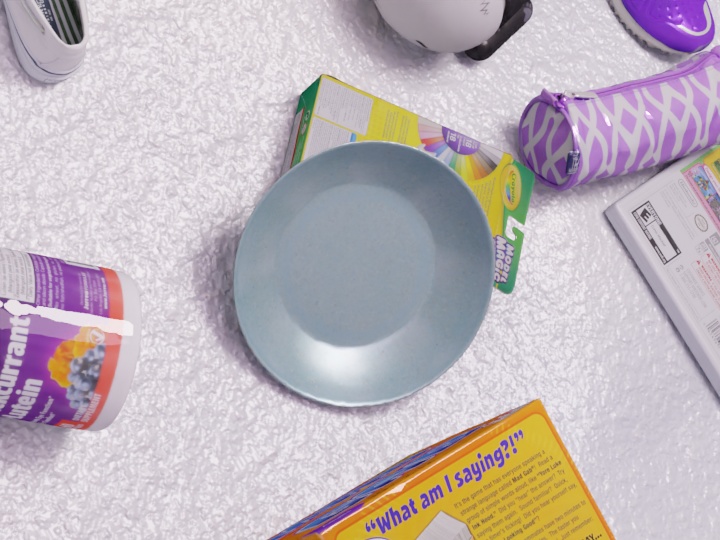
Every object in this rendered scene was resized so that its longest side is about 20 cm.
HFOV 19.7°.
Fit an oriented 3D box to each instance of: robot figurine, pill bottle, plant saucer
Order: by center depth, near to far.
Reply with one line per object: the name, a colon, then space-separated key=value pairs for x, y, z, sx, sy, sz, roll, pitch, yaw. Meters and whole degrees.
pill bottle: x=-0.255 y=0.038 z=1.370 sx=0.199 sy=0.111 sz=0.112 roll=11 pitch=69 yaw=-24
plant saucer: x=0.000 y=0.000 z=1.527 sx=0.200 sy=0.039 sz=0.202 roll=-4 pitch=105 yaw=-14
robot figurine: x=0.091 y=-0.261 z=1.643 sx=0.150 sy=0.125 sz=0.200 roll=43 pitch=60 yaw=-3

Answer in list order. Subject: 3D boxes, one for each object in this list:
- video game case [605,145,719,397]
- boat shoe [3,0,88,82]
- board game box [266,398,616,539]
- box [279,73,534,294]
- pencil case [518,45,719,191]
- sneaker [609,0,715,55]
video game case: x=0.320 y=-0.008 z=1.740 sx=0.182 sy=0.022 sz=0.201 roll=-32 pitch=90 yaw=-31
boat shoe: x=-0.237 y=-0.238 z=1.493 sx=0.073 sy=0.067 sz=0.201 roll=-22 pitch=85 yaw=-31
board game box: x=0.050 y=0.237 z=1.415 sx=0.199 sy=0.200 sz=0.201 roll=-27 pitch=88 yaw=-31
box: x=0.037 y=-0.059 z=1.594 sx=0.199 sy=0.048 sz=0.118 roll=22 pitch=65 yaw=-18
pencil case: x=0.220 y=-0.126 z=1.687 sx=0.199 sy=0.084 sz=0.086 roll=-16 pitch=119 yaw=-32
sneaker: x=0.244 y=-0.276 z=1.738 sx=0.069 sy=0.099 sz=0.201 roll=-35 pitch=91 yaw=-29
